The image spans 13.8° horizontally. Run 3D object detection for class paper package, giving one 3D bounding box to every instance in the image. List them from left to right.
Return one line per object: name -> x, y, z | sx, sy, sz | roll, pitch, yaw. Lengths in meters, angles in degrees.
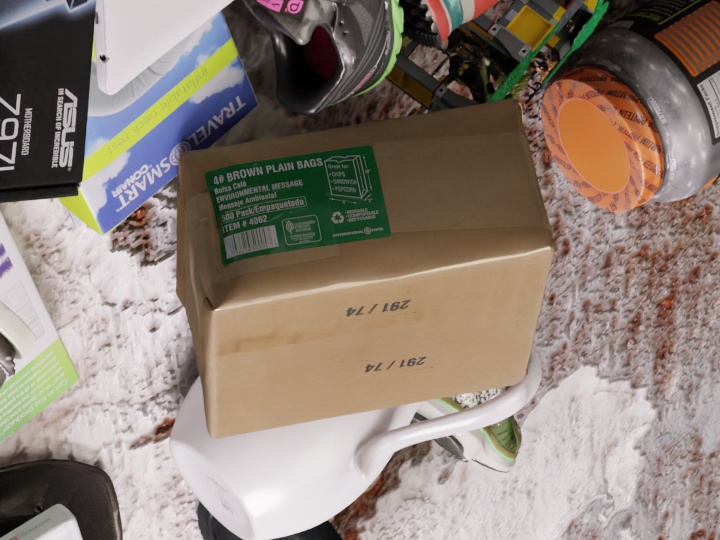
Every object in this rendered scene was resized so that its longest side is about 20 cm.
paper package -> 0.000, 0.000, 1.696 | 0.199, 0.104, 0.191 | -10, 154, -8

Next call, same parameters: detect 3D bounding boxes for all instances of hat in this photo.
hat -> -0.199, 0.204, 1.779 | 0.200, 0.081, 0.201 | -31, 140, -30

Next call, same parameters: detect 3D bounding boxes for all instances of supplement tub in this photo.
supplement tub -> 0.221, -0.124, 1.931 | 0.200, 0.122, 0.123 | -30, 140, -27

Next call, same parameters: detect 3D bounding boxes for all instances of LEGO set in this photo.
LEGO set -> 0.058, -0.150, 1.760 | 0.200, 0.116, 0.154 | -51, 170, -10

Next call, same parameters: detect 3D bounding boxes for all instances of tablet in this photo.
tablet -> -0.083, -0.186, 1.543 | 0.200, 0.014, 0.130 | -43, 140, -49

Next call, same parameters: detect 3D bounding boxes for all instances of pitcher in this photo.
pitcher -> -0.003, 0.082, 1.815 | 0.200, 0.171, 0.121 | -40, 131, -19

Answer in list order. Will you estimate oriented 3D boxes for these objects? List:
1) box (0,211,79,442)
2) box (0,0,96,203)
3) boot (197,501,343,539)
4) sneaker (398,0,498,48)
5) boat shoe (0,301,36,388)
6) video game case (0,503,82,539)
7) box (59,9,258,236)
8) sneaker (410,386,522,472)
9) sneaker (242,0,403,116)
box -> -0.242, 0.039, 1.622 | 0.144, 0.036, 0.200 | -40, 143, -17
box -> -0.211, -0.134, 1.403 | 0.164, 0.086, 0.201 | -6, 107, -47
boot -> -0.011, 0.212, 1.932 | 0.073, 0.162, 0.198 | -46, 145, -11
sneaker -> 0.035, -0.227, 1.634 | 0.093, 0.070, 0.200 | -31, 118, -22
boat shoe -> -0.249, 0.002, 1.498 | 0.201, 0.072, 0.061 | 42, 75, -31
video game case -> -0.219, 0.255, 1.717 | 0.182, 0.024, 0.200 | -31, 130, -22
box -> -0.130, -0.110, 1.604 | 0.122, 0.048, 0.200 | -41, 143, -15
sneaker -> 0.084, 0.078, 1.962 | 0.089, 0.077, 0.200 | -56, 168, 4
sneaker -> -0.020, -0.165, 1.583 | 0.084, 0.077, 0.200 | -45, 141, -38
